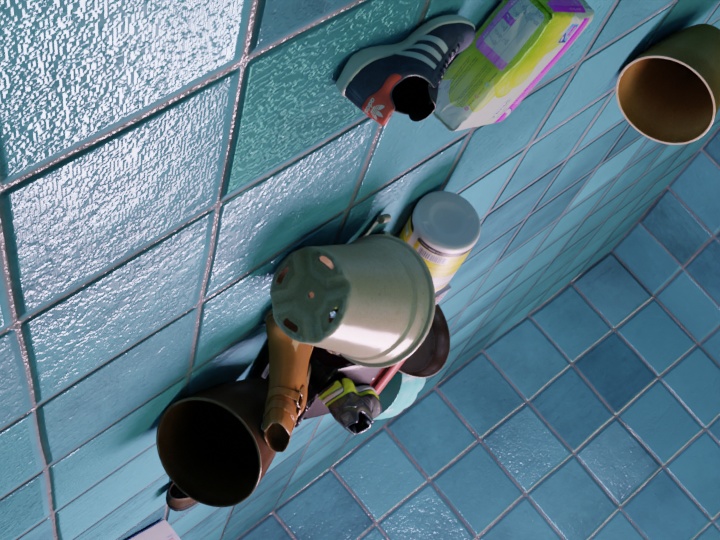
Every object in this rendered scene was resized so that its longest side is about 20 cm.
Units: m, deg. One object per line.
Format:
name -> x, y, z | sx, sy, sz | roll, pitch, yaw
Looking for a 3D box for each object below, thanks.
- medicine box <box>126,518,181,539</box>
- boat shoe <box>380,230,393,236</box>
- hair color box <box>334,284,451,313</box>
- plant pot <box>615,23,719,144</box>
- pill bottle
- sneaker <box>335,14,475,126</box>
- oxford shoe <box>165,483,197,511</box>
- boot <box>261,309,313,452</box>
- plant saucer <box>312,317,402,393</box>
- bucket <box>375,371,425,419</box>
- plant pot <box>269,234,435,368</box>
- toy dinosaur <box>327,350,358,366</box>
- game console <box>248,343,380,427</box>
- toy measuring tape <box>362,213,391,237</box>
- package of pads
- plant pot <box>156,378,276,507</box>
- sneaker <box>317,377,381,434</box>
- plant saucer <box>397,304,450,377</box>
medicine box -> -0.501, 0.660, 2.312 | 0.200, 0.103, 0.182 | -49, 164, 31
boat shoe -> 0.056, 0.026, 1.659 | 0.065, 0.200, 0.072 | 8, 139, -18
hair color box -> 0.057, 0.049, 1.904 | 0.200, 0.099, 0.061 | -30, 164, -37
plant pot -> 0.599, -0.363, 1.964 | 0.200, 0.186, 0.186 | -47, 172, -34
pill bottle -> 0.115, -0.034, 1.770 | 0.114, 0.114, 0.200 | -33, 165, -30
sneaker -> 0.067, -0.209, 1.148 | 0.200, 0.085, 0.075 | -32, 164, -34
oxford shoe -> -0.299, 0.409, 2.137 | 0.200, 0.073, 0.084 | -36, 164, -20
boot -> -0.117, 0.168, 1.631 | 0.200, 0.074, 0.155 | 78, 20, -45
plant saucer -> -0.030, 0.161, 1.862 | 0.200, 0.199, 0.037 | 122, -18, -51
bucket -> 0.014, 0.193, 2.044 | 0.207, 0.207, 0.135 | -43, 166, 11
plant pot -> -0.024, 0.040, 1.517 | 0.200, 0.200, 0.183 | -46, 155, 21
toy dinosaur -> 0.024, 0.087, 1.766 | 0.102, 0.136, 0.200 | -8, 178, 36
game console -> -0.078, 0.175, 1.833 | 0.116, 0.176, 0.200 | -49, 174, -39
toy measuring tape -> 0.000, 0.000, 1.660 | 0.200, 0.074, 0.074 | -49, 164, 31
package of pads -> 0.184, -0.264, 1.330 | 0.200, 0.068, 0.154 | -50, 164, 31
plant pot -> -0.199, 0.255, 1.741 | 0.187, 0.187, 0.200 | -48, 174, 28
sneaker -> -0.009, 0.241, 1.806 | 0.074, 0.081, 0.200 | -33, 158, 12
plant saucer -> 0.081, 0.108, 1.970 | 0.200, 0.200, 0.034 | -27, 175, -46
